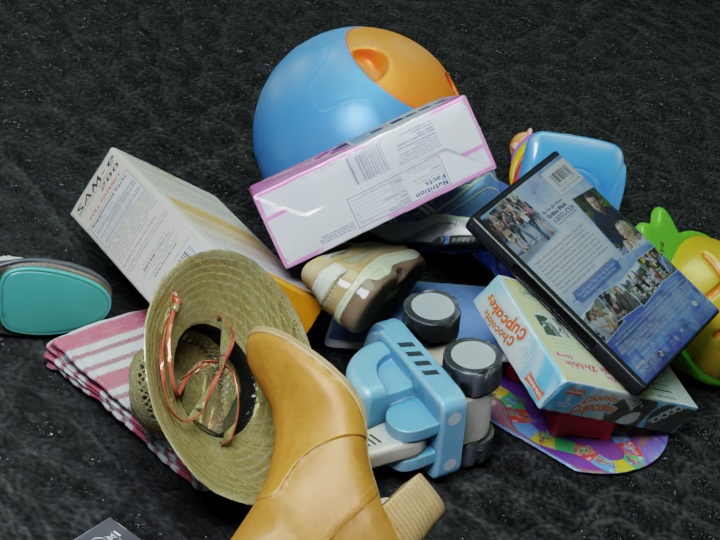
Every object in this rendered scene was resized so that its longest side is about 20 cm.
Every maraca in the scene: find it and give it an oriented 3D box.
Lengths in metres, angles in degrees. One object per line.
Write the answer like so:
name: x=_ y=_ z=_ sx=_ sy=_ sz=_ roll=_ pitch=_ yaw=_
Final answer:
maraca: x=0.301 y=0.026 z=1.614 sx=0.200 sy=0.106 sz=0.138 roll=34 pitch=54 yaw=-40

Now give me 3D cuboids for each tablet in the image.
tablet: x=0.075 y=0.044 z=1.561 sx=0.198 sy=0.014 sz=0.130 roll=4 pitch=26 yaw=8

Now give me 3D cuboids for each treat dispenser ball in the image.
treat dispenser ball: x=-0.001 y=-0.126 z=1.662 sx=0.199 sy=0.202 sz=0.201 roll=12 pitch=30 yaw=-7

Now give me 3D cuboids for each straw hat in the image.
straw hat: x=-0.122 y=0.084 z=1.306 sx=0.085 sy=0.202 sz=0.201 roll=-16 pitch=13 yaw=32

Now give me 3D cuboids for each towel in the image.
towel: x=-0.135 y=0.097 z=1.401 sx=0.200 sy=0.030 sz=0.146 roll=36 pitch=34 yaw=28

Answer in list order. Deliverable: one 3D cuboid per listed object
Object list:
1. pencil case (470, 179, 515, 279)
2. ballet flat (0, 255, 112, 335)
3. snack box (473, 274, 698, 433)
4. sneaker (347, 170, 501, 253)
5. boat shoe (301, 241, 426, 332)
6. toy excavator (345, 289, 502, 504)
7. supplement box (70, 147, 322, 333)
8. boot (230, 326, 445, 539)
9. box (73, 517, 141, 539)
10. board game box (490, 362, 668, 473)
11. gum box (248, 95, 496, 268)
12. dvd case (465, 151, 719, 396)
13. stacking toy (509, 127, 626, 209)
pencil case: x=0.125 y=-0.041 z=1.668 sx=0.078 sy=0.087 sz=0.200 roll=-33 pitch=22 yaw=-6
ballet flat: x=-0.298 y=0.015 z=1.414 sx=0.199 sy=0.073 sz=0.073 roll=-5 pitch=36 yaw=-28
snack box: x=0.190 y=0.072 z=1.491 sx=0.199 sy=0.037 sz=0.117 roll=15 pitch=36 yaw=-47
sneaker: x=0.029 y=-0.055 z=1.559 sx=0.198 sy=0.078 sz=0.076 roll=0 pitch=-7 yaw=2
boat shoe: x=0.000 y=0.000 z=1.484 sx=0.076 sy=0.072 sz=0.200 roll=33 pitch=7 yaw=10
toy excavator: x=0.021 y=0.126 z=1.382 sx=0.199 sy=0.100 sz=0.195 roll=-17 pitch=42 yaw=-24
supplement box: x=-0.137 y=-0.010 z=1.472 sx=0.126 sy=0.074 sz=0.200 roll=26 pitch=12 yaw=-43
boot: x=-0.049 y=0.147 z=1.240 sx=0.201 sy=0.071 sz=0.144 roll=46 pitch=61 yaw=9
box: x=-0.138 y=0.253 z=1.110 sx=0.199 sy=0.049 sz=0.158 roll=30 pitch=33 yaw=22
board game box: x=0.174 y=0.098 z=1.536 sx=0.199 sy=0.039 sz=0.158 roll=29 pitch=32 yaw=22
gum box: x=0.012 y=-0.078 z=1.460 sx=0.199 sy=0.067 sz=0.114 roll=-25 pitch=8 yaw=-2
dvd case: x=0.196 y=-0.001 z=1.494 sx=0.200 sy=0.018 sz=0.142 roll=45 pitch=46 yaw=8
stacking toy: x=0.192 y=-0.104 z=1.849 sx=0.109 sy=0.117 sz=0.200 roll=9 pitch=17 yaw=-13
